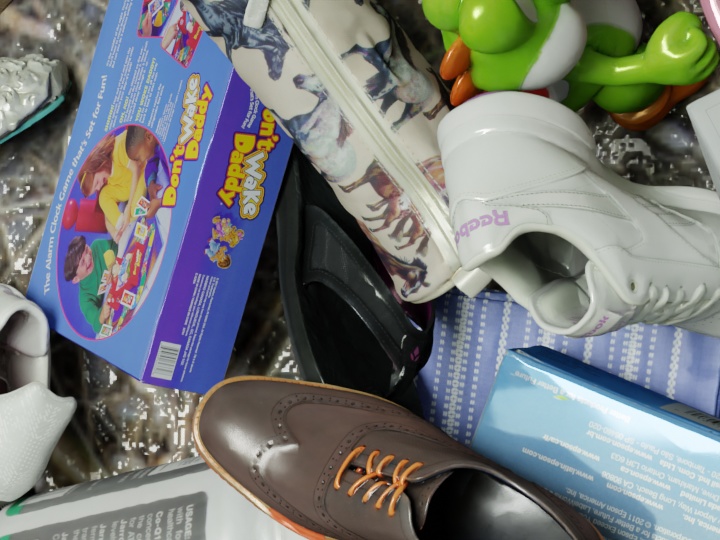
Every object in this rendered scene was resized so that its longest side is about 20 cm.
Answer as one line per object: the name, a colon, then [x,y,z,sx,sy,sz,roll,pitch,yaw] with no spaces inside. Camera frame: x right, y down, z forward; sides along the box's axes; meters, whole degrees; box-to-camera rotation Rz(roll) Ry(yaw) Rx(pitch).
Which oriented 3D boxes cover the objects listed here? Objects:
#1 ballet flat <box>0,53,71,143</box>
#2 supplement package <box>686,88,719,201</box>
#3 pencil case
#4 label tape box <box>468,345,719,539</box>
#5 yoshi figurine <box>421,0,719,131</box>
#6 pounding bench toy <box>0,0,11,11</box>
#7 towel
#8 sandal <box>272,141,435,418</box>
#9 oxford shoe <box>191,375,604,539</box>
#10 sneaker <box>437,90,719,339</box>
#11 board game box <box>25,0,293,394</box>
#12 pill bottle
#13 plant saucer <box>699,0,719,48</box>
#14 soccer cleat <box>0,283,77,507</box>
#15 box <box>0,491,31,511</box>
ballet flat: [-0.241,-0.060,1.495,0.200,0.072,0.072,-34,75,1]
supplement package: [0.229,0.010,1.186,0.117,0.117,0.200,-26,62,3]
pencil case: [-0.004,-0.079,1.328,0.078,0.089,0.200,-34,103,16]
label tape box: [0.103,0.151,1.342,0.144,0.063,0.200,22,97,17]
yoshi figurine: [0.096,-0.124,1.307,0.112,0.200,0.112,-5,85,24]
pounding bench toy: [-0.287,-0.197,1.500,0.124,0.156,0.200,-44,72,16]
towel: [0.079,0.082,1.408,0.200,0.024,0.145,8,93,26]
sandal: [-0.001,-0.001,1.388,0.048,0.075,0.200,-31,59,34]
oxford shoe: [0.016,0.090,1.291,0.200,0.073,0.071,21,77,14]
sneaker: [0.111,0.002,1.291,0.075,0.200,0.100,-36,41,40]
board game box: [-0.090,-0.054,1.435,0.134,0.045,0.200,25,100,55]
pill bottle: [-0.073,0.144,1.411,0.200,0.113,0.113,-14,82,28]
plant saucer: [0.245,-0.146,1.305,0.200,0.051,0.201,0,89,7]
soccer cleat: [-0.191,0.029,1.474,0.086,0.070,0.200,-51,46,20]
box: [-0.211,0.196,1.472,0.106,0.122,0.200,-23,79,23]
